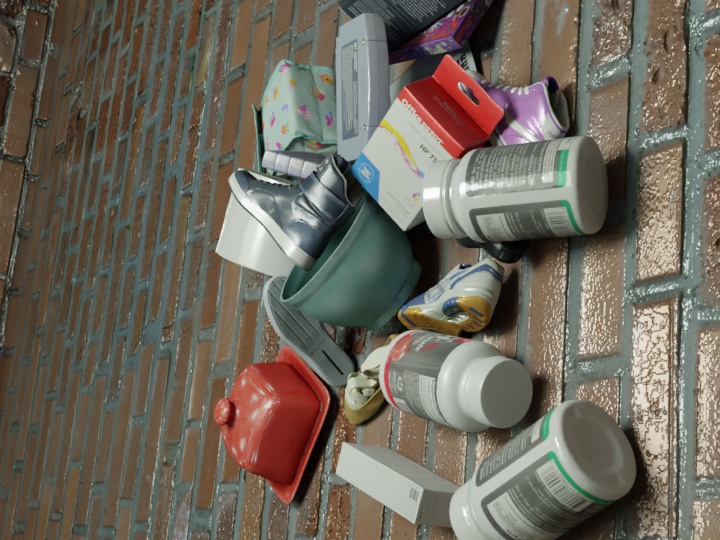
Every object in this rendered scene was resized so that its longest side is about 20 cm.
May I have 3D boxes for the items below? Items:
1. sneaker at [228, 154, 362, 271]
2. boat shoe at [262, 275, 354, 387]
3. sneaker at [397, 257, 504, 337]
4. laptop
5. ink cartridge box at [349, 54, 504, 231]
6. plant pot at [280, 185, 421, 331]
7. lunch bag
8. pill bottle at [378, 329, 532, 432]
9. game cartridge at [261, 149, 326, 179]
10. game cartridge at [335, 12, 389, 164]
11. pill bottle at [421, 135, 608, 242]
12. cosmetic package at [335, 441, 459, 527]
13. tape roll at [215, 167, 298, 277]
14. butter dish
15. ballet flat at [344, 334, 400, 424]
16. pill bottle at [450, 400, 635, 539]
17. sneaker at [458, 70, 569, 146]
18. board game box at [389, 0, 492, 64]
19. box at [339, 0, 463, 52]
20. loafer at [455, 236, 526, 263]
[{"bbox_3d":[-0.085,-0.113,1.540,0.147,0.077,0.202,-51,56,9],"label":"sneaker"},{"bbox_3d":[-0.088,0.095,1.678,0.073,0.201,0.067,-38,16,-20],"label":"boat shoe"},{"bbox_3d":[0.125,0.039,1.478,0.200,0.075,0.089,-19,38,59],"label":"sneaker"},{"bbox_3d":[0.072,-0.241,1.604,0.187,0.115,0.201,-38,55,44],"label":"laptop"},{"bbox_3d":[0.084,-0.163,1.444,0.116,0.067,0.200,47,132,14],"label":"ink cartridge box"},{"bbox_3d":[0.000,0.000,1.573,0.201,0.134,0.201,-50,13,16],"label":"plant pot"},{"bbox_3d":[-0.116,-0.226,1.897,0.200,0.121,0.172,-48,43,49],"label":"lunch bag"},{"bbox_3d":[0.119,0.138,1.393,0.199,0.110,0.112,7,84,58],"label":"pill bottle"},{"bbox_3d":[-0.053,-0.148,1.665,0.129,0.200,0.039,21,100,14],"label":"game cartridge"},{"bbox_3d":[0.002,-0.255,1.595,0.133,0.041,0.202,-179,89,-65],"label":"game cartridge"},{"bbox_3d":[0.180,-0.092,1.320,0.199,0.113,0.114,-3,74,31],"label":"pill bottle"},{"bbox_3d":[0.053,0.280,1.471,0.200,0.082,0.051,17,95,59],"label":"cosmetic package"},{"bbox_3d":[-0.110,-0.065,1.747,0.202,0.201,0.140,25,100,58],"label":"tape roll"},{"bbox_3d":[-0.160,0.231,1.761,0.199,0.147,0.201,40,112,54],"label":"butter dish"},{"bbox_3d":[0.017,0.149,1.594,0.200,0.063,0.069,-50,42,36],"label":"ballet flat"},{"bbox_3d":[0.192,0.235,1.224,0.200,0.112,0.114,-45,43,40],"label":"pill bottle"},{"bbox_3d":[0.203,-0.218,1.446,0.115,0.072,0.201,-53,49,26],"label":"sneaker"},{"bbox_3d":[0.113,-0.361,1.626,0.200,0.032,0.121,3,62,60],"label":"board game box"},{"bbox_3d":[0.085,-0.437,1.614,0.199,0.107,0.149,-27,35,44],"label":"box"},{"bbox_3d":[0.156,-0.057,1.456,0.201,0.068,0.071,-122,45,-55],"label":"loafer"}]
